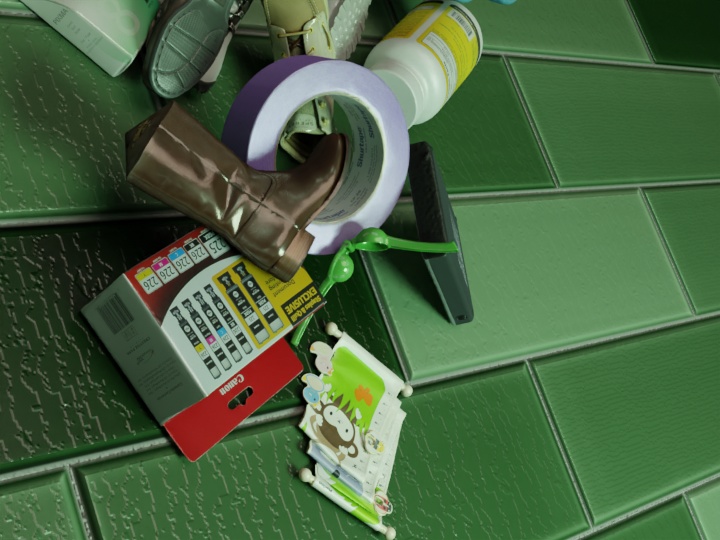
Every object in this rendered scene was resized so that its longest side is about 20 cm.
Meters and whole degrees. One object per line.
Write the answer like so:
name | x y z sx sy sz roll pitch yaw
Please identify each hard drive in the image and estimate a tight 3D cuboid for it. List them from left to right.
hard drive | 0.092 -0.038 1.340 0.200 0.032 0.141 61 19 -64

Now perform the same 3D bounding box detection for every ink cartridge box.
ink cartridge box | -0.291 -0.318 1.213 0.200 0.050 0.162 41 44 -22
ink cartridge box | -0.131 0.051 1.117 0.177 0.084 0.200 55 41 -3

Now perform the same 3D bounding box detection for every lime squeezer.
lime squeezer | 0.000 0.000 1.229 0.071 0.198 0.038 60 2 3

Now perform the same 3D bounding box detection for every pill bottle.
pill bottle | 0.071 -0.254 1.475 0.113 0.112 0.200 49 42 -10

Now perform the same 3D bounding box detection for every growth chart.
growth chart | -0.007 0.161 1.222 0.144 0.018 0.202 34 46 -24

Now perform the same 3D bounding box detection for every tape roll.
tape roll | -0.046 -0.122 1.237 0.198 0.065 0.203 -9 107 -32

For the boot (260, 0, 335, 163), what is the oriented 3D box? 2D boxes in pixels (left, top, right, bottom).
boot | -0.067 -0.222 1.298 0.201 0.071 0.157 68 19 -61

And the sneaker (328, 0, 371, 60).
sneaker | -0.034 -0.341 1.466 0.077 0.079 0.202 70 35 -60

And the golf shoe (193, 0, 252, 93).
golf shoe | -0.161 -0.288 1.287 0.077 0.094 0.202 27 51 -31

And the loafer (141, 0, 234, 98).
loafer | -0.176 -0.270 1.230 0.072 0.062 0.202 37 73 -43

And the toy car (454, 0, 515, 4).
toy car | 0.113 -0.463 1.528 0.176 0.183 0.203 -11 116 -46

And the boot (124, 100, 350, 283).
boot | -0.116 -0.111 1.119 0.199 0.064 0.188 34 53 -17
